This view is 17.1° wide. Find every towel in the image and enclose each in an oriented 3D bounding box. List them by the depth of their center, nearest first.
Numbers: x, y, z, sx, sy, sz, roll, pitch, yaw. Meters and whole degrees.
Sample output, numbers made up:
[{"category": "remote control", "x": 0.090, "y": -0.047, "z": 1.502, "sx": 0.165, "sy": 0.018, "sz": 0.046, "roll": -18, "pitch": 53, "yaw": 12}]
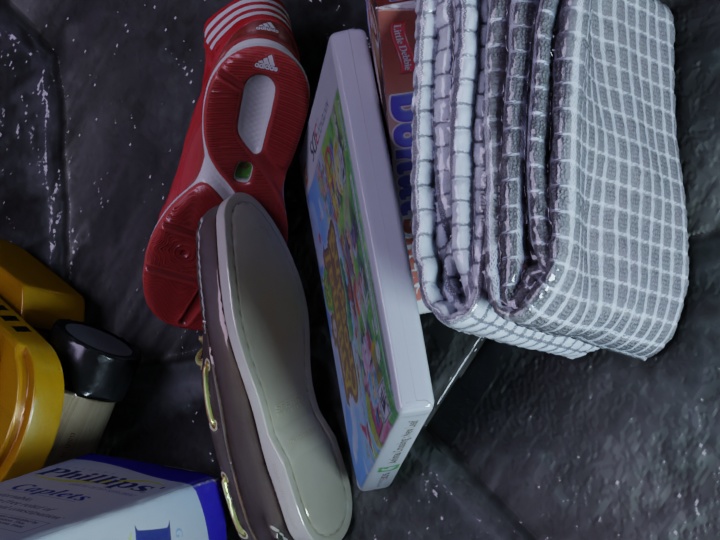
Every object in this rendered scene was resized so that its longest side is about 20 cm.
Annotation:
[{"category": "towel", "x": 0.100, "y": -0.062, "z": 1.180, "sx": 0.085, "sy": 0.165, "sz": 0.201, "roll": -3, "pitch": 82, "yaw": 31}]

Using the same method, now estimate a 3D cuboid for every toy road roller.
[{"category": "toy road roller", "x": -0.239, "y": 0.059, "z": 1.428, "sx": 0.200, "sy": 0.146, "sz": 0.123, "roll": 35, "pitch": 105, "yaw": 46}]

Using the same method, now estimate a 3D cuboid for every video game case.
[{"category": "video game case", "x": 0.000, "y": 0.000, "z": 1.265, "sx": 0.022, "sy": 0.182, "sz": 0.201, "roll": -8, "pitch": 74, "yaw": -9}]

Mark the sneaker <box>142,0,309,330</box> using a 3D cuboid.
[{"category": "sneaker", "x": -0.072, "y": -0.068, "z": 1.392, "sx": 0.116, "sy": 0.078, "sz": 0.201, "roll": -88, "pitch": 20, "yaw": -55}]

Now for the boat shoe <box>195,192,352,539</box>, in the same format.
[{"category": "boat shoe", "x": -0.061, "y": 0.059, "z": 1.335, "sx": 0.059, "sy": 0.072, "sz": 0.201, "roll": -15, "pitch": 91, "yaw": 36}]

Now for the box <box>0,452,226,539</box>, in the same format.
[{"category": "box", "x": -0.167, "y": 0.213, "z": 1.304, "sx": 0.105, "sy": 0.200, "sz": 0.185, "roll": 3, "pitch": 101, "yaw": 37}]

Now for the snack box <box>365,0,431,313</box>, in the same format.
[{"category": "snack box", "x": 0.022, "y": -0.074, "z": 1.238, "sx": 0.024, "sy": 0.201, "sz": 0.072, "roll": -8, "pitch": 41, "yaw": -2}]
